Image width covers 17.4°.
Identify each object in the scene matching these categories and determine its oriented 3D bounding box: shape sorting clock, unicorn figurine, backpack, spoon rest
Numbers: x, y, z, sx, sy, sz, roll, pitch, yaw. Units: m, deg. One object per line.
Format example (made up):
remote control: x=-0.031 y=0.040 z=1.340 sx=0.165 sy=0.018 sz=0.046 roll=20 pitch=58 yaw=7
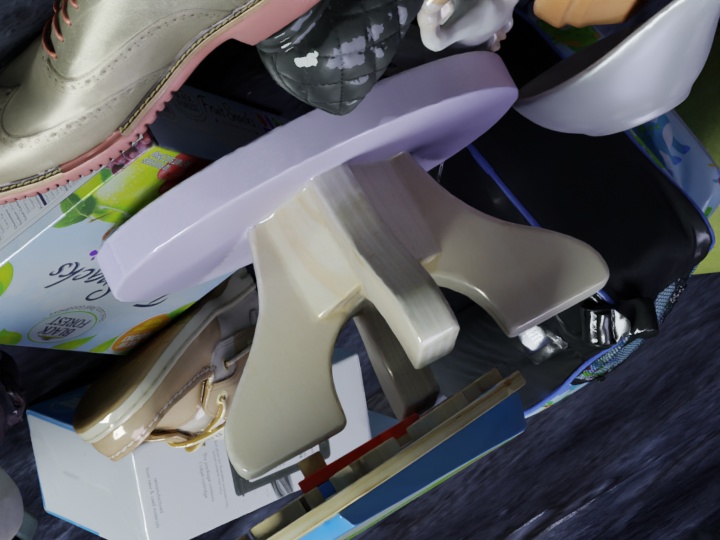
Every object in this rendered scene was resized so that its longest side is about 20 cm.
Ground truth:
shape sorting clock: x=-0.014 y=0.098 z=1.026 sx=0.199 sy=0.039 sz=0.200 roll=-30 pitch=173 yaw=-4
unicorn figurine: x=0.052 y=-0.139 z=1.023 sx=0.200 sy=0.074 sz=0.137 roll=-36 pitch=162 yaw=12
backpack: x=0.081 y=-0.026 z=1.212 sx=0.147 sy=0.183 sz=0.200 roll=-40 pitch=173 yaw=-30
spoon rest: x=0.146 y=-0.103 z=1.049 sx=0.099 sy=0.061 sz=0.199 roll=-33 pitch=-163 yaw=-36

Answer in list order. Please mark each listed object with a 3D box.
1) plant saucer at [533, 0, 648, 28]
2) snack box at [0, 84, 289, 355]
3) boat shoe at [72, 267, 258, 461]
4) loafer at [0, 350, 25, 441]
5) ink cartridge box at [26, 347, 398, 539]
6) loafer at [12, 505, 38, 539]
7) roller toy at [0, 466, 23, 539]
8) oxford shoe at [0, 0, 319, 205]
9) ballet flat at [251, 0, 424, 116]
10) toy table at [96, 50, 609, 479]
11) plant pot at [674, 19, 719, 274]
plant saucer: x=0.152 y=-0.181 z=1.040 sx=0.200 sy=0.037 sz=0.200 roll=-49 pitch=175 yaw=-6
snack box: x=-0.113 y=-0.023 z=1.089 sx=0.142 sy=0.053 sz=0.200 roll=-36 pitch=164 yaw=16
boat shoe: x=-0.084 y=0.057 z=1.229 sx=0.074 sy=0.069 sz=0.200 roll=-34 pitch=-173 yaw=25
loafer: x=-0.197 y=0.059 z=1.170 sx=0.063 sy=0.072 sz=0.200 roll=-48 pitch=175 yaw=-20
ink cartridge box: x=-0.075 y=0.086 z=1.352 sx=0.199 sy=0.068 sz=0.116 roll=-21 pitch=-159 yaw=-34
loafer: x=-0.231 y=0.144 z=1.220 sx=0.200 sy=0.072 sz=0.063 roll=-15 pitch=-131 yaw=61
roller toy: x=-0.256 y=0.123 z=1.050 sx=0.200 sy=0.140 sz=0.182 roll=-44 pitch=-179 yaw=43
oxford shoe: x=-0.098 y=-0.101 z=0.909 sx=0.200 sy=0.071 sz=0.075 roll=-37 pitch=138 yaw=15
ballet flat: x=0.033 y=-0.149 z=0.931 sx=0.200 sy=0.066 sz=0.057 roll=-47 pitch=132 yaw=2
toy table: x=0.000 y=0.000 z=1.035 sx=0.199 sy=0.118 sz=0.184 roll=-30 pitch=169 yaw=3
plant pot: x=0.239 y=-0.078 z=1.404 sx=0.199 sy=0.188 sz=0.187 roll=-27 pitch=167 yaw=25
